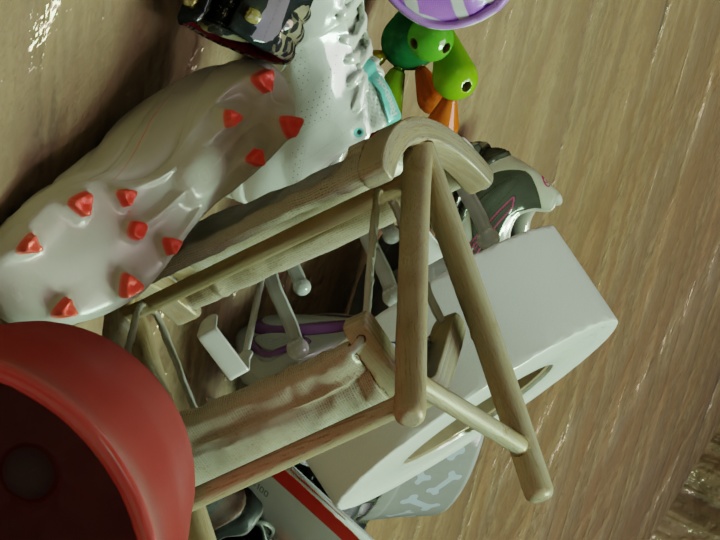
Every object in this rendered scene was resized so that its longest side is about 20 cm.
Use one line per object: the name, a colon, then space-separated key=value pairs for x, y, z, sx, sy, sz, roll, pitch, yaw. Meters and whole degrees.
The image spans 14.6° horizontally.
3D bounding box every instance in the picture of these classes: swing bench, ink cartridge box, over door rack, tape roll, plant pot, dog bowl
swing bench: x=-0.035 y=0.039 z=1.371 sx=0.130 sy=0.199 sz=0.200 roll=34 pitch=38 yaw=-49
ink cartridge box: x=-0.034 y=0.159 z=1.742 sx=0.047 sy=0.160 sz=0.200 roll=-48 pitch=166 yaw=-2
over door rack: x=0.000 y=0.000 z=1.609 sx=0.148 sy=0.067 sz=0.200 roll=-31 pitch=-172 yaw=17
tape roll: x=0.050 y=0.058 z=1.650 sx=0.202 sy=0.071 sz=0.202 roll=-33 pitch=170 yaw=-6
plant pot: x=-0.160 y=0.109 z=1.210 sx=0.177 sy=0.200 sz=0.201 roll=-51 pitch=164 yaw=-74
dog bowl: x=0.036 y=0.072 z=1.867 sx=0.200 sy=0.059 sz=0.200 roll=-171 pitch=-90 yaw=-76

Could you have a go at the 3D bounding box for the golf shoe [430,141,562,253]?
golf shoe: x=0.072 y=0.007 z=2.031 sx=0.200 sy=0.088 sz=0.077 roll=-68 pitch=167 yaw=21

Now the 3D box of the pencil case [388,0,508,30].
pencil case: x=0.041 y=-0.192 z=1.444 sx=0.084 sy=0.086 sz=0.200 roll=-32 pitch=-159 yaw=11

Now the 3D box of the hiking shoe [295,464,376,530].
hiking shoe: x=-0.035 y=0.183 z=1.971 sx=0.200 sy=0.076 sz=0.101 roll=-42 pitch=149 yaw=-34

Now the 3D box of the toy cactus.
toy cactus: x=0.036 y=-0.169 z=1.640 sx=0.165 sy=0.102 sz=0.200 roll=-77 pitch=179 yaw=-53

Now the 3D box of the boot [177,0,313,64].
boot: x=-0.039 y=-0.183 z=1.313 sx=0.204 sy=0.073 sz=0.154 roll=35 pitch=76 yaw=-79

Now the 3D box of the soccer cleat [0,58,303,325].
soccer cleat: x=-0.111 y=-0.036 z=1.352 sx=0.200 sy=0.078 sz=0.069 roll=-40 pitch=115 yaw=-31

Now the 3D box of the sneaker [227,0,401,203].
sneaker: x=-0.014 y=-0.112 z=1.510 sx=0.075 sy=0.088 sz=0.200 roll=-43 pitch=155 yaw=-51

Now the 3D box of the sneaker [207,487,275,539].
sneaker: x=-0.090 y=0.187 z=1.767 sx=0.077 sy=0.082 sz=0.200 roll=-58 pitch=164 yaw=-23

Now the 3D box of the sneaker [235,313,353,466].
sneaker: x=-0.027 y=0.076 z=1.771 sx=0.200 sy=0.075 sz=0.100 roll=6 pitch=87 yaw=-74
